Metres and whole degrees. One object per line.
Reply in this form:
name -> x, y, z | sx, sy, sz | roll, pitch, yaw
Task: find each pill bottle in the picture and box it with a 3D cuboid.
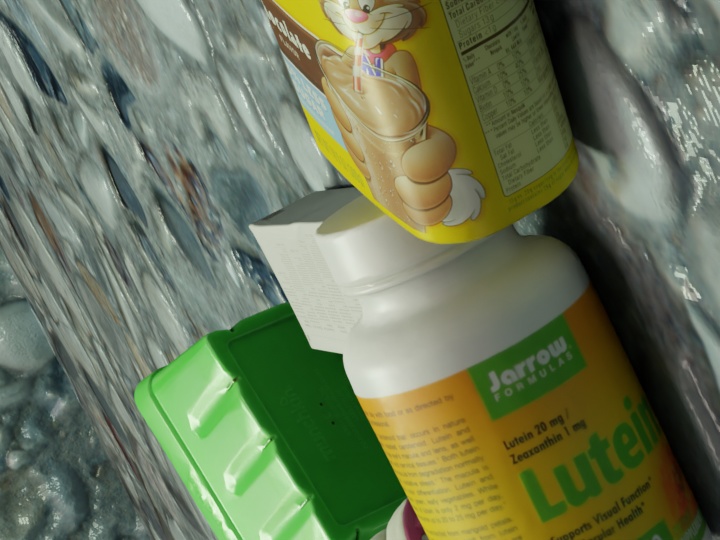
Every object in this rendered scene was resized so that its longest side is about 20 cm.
pill bottle -> 0.061, 0.055, 0.954 | 0.200, 0.111, 0.111 | 63, 166, -10

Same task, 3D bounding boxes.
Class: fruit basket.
fruit basket -> -0.040, 0.134, 1.454 | 0.215, 0.155, 0.216 | 36, 138, 42

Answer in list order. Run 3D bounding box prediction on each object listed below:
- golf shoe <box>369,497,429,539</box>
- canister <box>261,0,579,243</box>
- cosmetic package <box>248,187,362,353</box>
golf shoe -> 0.043, 0.162, 1.164 | 0.075, 0.091, 0.200 | 57, -164, 23
canister -> 0.005, -0.124, 0.859 | 0.149, 0.086, 0.200 | 43, 159, 53
cosmetic package -> 0.000, 0.000, 1.197 | 0.083, 0.051, 0.200 | 65, 166, -8
